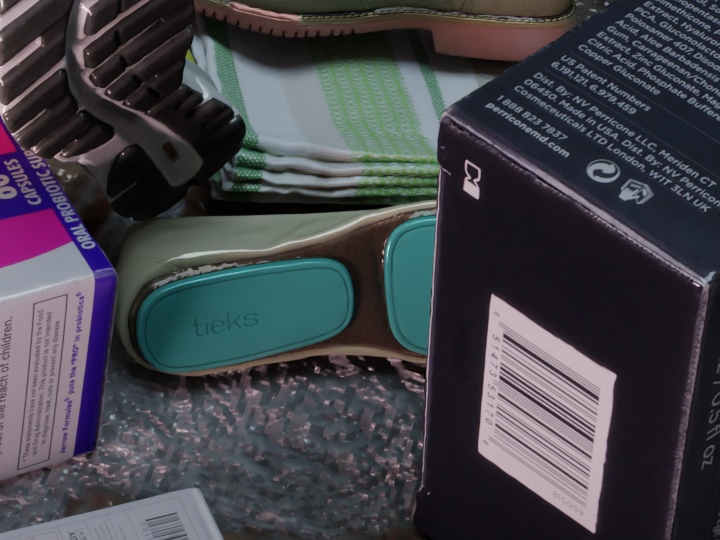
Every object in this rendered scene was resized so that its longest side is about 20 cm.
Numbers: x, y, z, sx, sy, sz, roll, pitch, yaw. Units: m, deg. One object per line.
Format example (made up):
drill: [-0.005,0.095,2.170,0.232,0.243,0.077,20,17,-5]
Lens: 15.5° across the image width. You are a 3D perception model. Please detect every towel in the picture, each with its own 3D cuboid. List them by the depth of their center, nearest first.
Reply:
towel: [0.027,-0.074,1.095,0.198,0.031,0.150,0,32,-13]

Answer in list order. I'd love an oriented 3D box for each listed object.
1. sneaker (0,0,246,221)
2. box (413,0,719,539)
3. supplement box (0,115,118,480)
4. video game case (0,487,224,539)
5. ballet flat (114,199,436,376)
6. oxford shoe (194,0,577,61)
sneaker: [-0.104,-0.088,0.934,0.078,0.200,0.091,-34,70,-6]
box: [0.129,0.002,0.933,0.117,0.198,0.200,34,51,30]
supplement box: [-0.197,0.025,0.919,0.199,0.104,0.101,-18,53,-25]
video game case: [-0.121,0.150,0.872,0.199,0.018,0.144,-11,50,-23]
ballet flat: [0.000,0.000,1.020,0.198,0.070,0.070,-2,46,-13]
oxford shoe: [-0.003,-0.139,1.104,0.198,0.074,0.071,4,28,-10]
